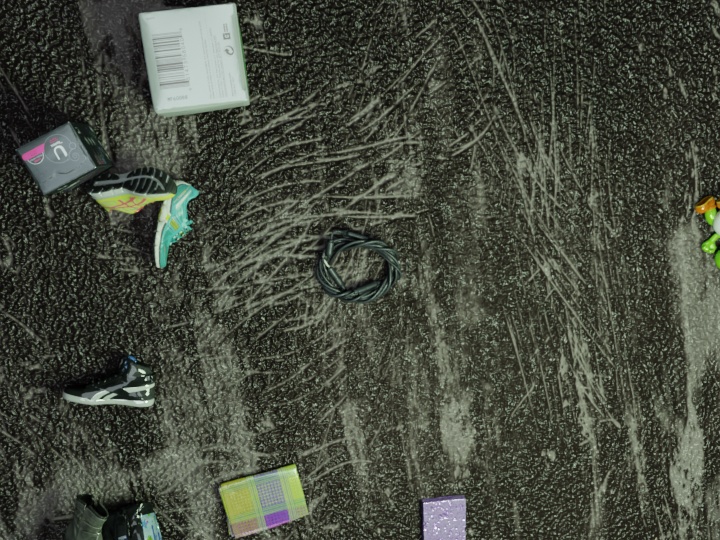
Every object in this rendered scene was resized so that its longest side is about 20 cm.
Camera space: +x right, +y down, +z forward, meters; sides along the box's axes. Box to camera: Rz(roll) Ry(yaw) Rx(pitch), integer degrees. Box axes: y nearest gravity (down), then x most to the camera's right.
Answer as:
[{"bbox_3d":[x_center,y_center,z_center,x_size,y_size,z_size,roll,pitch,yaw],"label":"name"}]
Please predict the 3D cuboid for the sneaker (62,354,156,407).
[{"bbox_3d":[-0.565,0.243,1.693,0.198,0.073,0.113,6,94,-17],"label":"sneaker"}]

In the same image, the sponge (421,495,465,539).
[{"bbox_3d":[0.211,0.671,1.886,0.111,0.030,0.202,-3,99,-8],"label":"sponge"}]

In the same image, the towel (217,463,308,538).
[{"bbox_3d":[-0.237,0.557,1.808,0.198,0.023,0.145,-15,100,-7],"label":"towel"}]

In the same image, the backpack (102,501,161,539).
[{"bbox_3d":[-0.524,0.656,1.719,0.162,0.154,0.201,-23,66,5],"label":"backpack"}]

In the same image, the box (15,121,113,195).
[{"bbox_3d":[-0.604,-0.233,1.544,0.122,0.200,0.107,-29,102,-3],"label":"box"}]

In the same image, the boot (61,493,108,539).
[{"bbox_3d":[-0.584,0.591,1.641,0.199,0.068,0.131,29,103,31],"label":"boot"}]

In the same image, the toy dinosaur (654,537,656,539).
[{"bbox_3d":[0.691,0.756,1.954,0.198,0.060,0.107,7,96,-9],"label":"toy dinosaur"}]

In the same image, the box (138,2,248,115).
[{"bbox_3d":[-0.341,-0.436,1.566,0.198,0.171,0.201,-9,100,-8],"label":"box"}]

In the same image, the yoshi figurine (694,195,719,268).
[{"bbox_3d":[0.899,-0.082,1.840,0.111,0.113,0.201,-27,104,13],"label":"yoshi figurine"}]

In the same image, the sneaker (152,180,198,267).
[{"bbox_3d":[-0.415,-0.099,1.659,0.079,0.077,0.201,15,96,-19],"label":"sneaker"}]

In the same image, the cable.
[{"bbox_3d":[0.000,0.000,1.744,0.199,0.051,0.164,17,96,-11],"label":"cable"}]

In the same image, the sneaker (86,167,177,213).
[{"bbox_3d":[-0.485,-0.166,1.623,0.198,0.079,0.091,1,141,13],"label":"sneaker"}]
